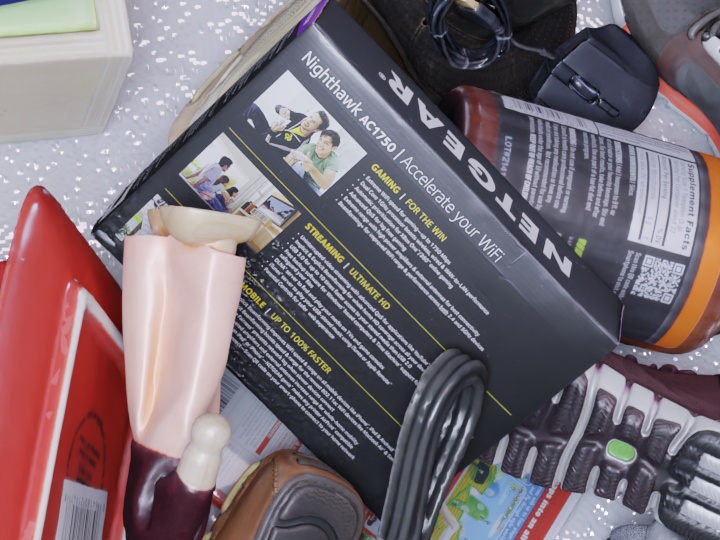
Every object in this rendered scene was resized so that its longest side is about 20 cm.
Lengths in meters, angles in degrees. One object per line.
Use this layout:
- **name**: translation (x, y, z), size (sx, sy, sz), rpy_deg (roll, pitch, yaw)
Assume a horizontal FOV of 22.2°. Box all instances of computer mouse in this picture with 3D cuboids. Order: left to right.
- **computer mouse**: translation (0.097, -0.104, 0.928), size (0.200, 0.059, 0.034), rpy_deg (15, 36, -51)

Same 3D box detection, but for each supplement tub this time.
- **supplement tub**: translation (0.125, -0.019, 0.932), size (0.199, 0.107, 0.108), rpy_deg (15, 70, -13)

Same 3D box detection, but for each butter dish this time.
- **butter dish**: translation (-0.182, 0.082, 0.788), size (0.147, 0.200, 0.201), rpy_deg (4, 71, 8)

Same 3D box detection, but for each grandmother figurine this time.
- **grandmother figurine**: translation (-0.082, 0.076, 0.778), size (0.060, 0.121, 0.201), rpy_deg (8, 88, -5)

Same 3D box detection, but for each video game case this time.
- **video game case**: translation (0.008, 0.089, 0.912), size (0.200, 0.017, 0.143), rpy_deg (37, 67, -3)

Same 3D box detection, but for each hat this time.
- **hat**: translation (0.078, -0.179, 0.933), size (0.200, 0.081, 0.202), rpy_deg (4, 84, -48)

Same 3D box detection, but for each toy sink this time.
- **toy sink**: translation (-0.219, -0.134, 0.859), size (0.199, 0.112, 0.131), rpy_deg (-6, 75, -18)

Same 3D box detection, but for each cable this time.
- **cable**: translation (0.006, 0.131, 0.820), size (0.097, 0.050, 0.201), rpy_deg (-16, 118, -46)

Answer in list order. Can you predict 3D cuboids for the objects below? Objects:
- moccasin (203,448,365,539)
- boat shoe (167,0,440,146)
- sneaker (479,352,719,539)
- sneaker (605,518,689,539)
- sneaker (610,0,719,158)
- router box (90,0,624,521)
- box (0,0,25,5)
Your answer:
- **moccasin**: translation (-0.070, 0.175, 0.834), size (0.073, 0.078, 0.202), rpy_deg (22, 88, -23)
- **boat shoe**: translation (-0.021, -0.110, 0.932), size (0.200, 0.065, 0.072), rpy_deg (-45, 118, -38)
- **sneaker**: translation (0.126, 0.068, 0.919), size (0.199, 0.115, 0.076), rpy_deg (28, 110, 15)
- **sneaker**: translation (0.126, 0.185, 0.891), size (0.199, 0.075, 0.114), rpy_deg (-11, 77, -25)
- **sneaker**: translation (0.214, -0.105, 0.995), size (0.077, 0.082, 0.201), rpy_deg (-31, 85, -22)
- **router box**: translation (0.000, 0.000, 0.836), size (0.200, 0.149, 0.051), rpy_deg (46, 23, -10)
- **box**: translation (-0.205, -0.168, 0.795), size (0.199, 0.032, 0.122), rpy_deg (-15, 79, -26)
